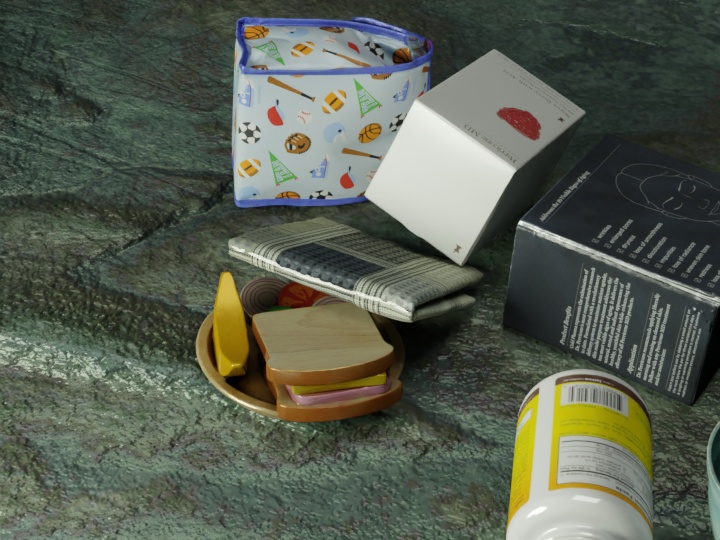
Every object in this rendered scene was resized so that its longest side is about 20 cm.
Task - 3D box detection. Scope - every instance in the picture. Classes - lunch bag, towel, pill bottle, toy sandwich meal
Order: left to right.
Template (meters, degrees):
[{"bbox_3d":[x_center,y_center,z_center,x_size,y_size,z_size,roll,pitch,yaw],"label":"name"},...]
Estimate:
[{"bbox_3d":[-0.050,0.056,1.323,0.203,0.071,0.206,4,36,-3],"label":"toy sandwich meal"},{"bbox_3d":[-0.030,-0.161,1.547,0.197,0.171,0.125,-1,40,-7],"label":"lunch bag"},{"bbox_3d":[0.000,0.000,1.398,0.191,0.035,0.200,19,15,21],"label":"towel"},{"bbox_3d":[0.167,0.174,1.157,0.108,0.110,0.201,9,36,4],"label":"pill bottle"}]

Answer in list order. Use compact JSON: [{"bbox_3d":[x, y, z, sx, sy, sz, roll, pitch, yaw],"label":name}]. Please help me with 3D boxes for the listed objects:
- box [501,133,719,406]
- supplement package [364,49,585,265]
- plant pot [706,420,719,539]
[{"bbox_3d":[0.264,-0.007,1.412,0.195,0.125,0.200,25,40,22],"label":"box"},{"bbox_3d":[0.115,-0.114,1.494,0.121,0.120,0.200,36,33,10],"label":"supplement package"},{"bbox_3d":[0.347,0.198,1.120,0.198,0.136,0.201,0,31,0],"label":"plant pot"}]
